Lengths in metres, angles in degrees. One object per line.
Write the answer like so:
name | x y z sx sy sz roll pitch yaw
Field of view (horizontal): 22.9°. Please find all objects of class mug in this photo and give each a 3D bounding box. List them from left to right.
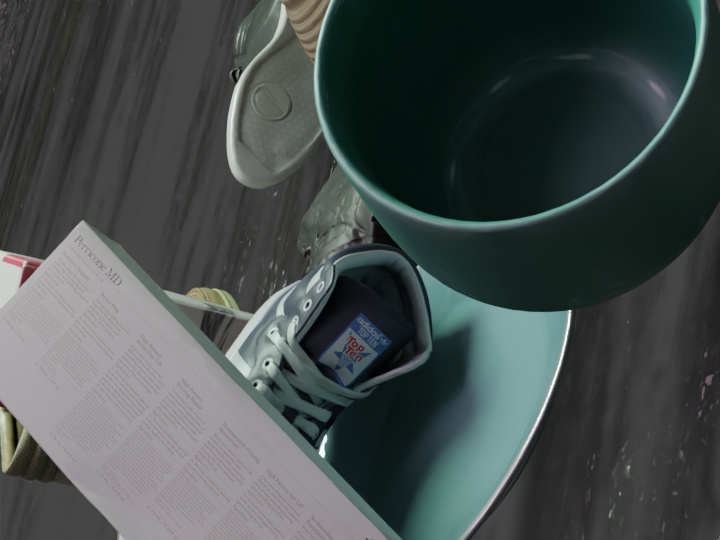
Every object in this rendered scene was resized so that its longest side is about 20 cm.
mug | 0.075 -0.076 0.694 0.114 0.151 0.186 51 -125 -59

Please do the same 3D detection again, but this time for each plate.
plate | 0.040 0.064 0.812 0.200 0.025 0.201 -46 27 31

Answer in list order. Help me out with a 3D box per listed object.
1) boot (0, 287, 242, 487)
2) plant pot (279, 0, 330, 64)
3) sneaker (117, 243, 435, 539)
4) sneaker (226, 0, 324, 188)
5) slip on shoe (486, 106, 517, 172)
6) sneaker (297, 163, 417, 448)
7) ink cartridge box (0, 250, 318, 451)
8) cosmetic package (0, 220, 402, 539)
boot | -0.157 0.072 1.183 0.072 0.154 0.201 -53 26 41
plant pot | 0.008 -0.193 1.075 0.201 0.092 0.202 -161 90 -72
sneaker | -0.035 0.068 0.818 0.108 0.070 0.201 -31 24 51
sneaker | -0.058 -0.125 1.239 0.099 0.070 0.201 -45 26 56
slip on shoe | 0.091 -0.090 0.805 0.061 0.073 0.201 79 -171 -57
sneaker | -0.003 -0.001 0.979 0.201 0.060 0.104 -68 20 -6
ink cartridge box | -0.120 0.053 1.032 0.146 0.199 0.083 -173 98 -71
cosmetic package | -0.076 0.077 0.765 0.083 0.200 0.051 -46 -20 2
